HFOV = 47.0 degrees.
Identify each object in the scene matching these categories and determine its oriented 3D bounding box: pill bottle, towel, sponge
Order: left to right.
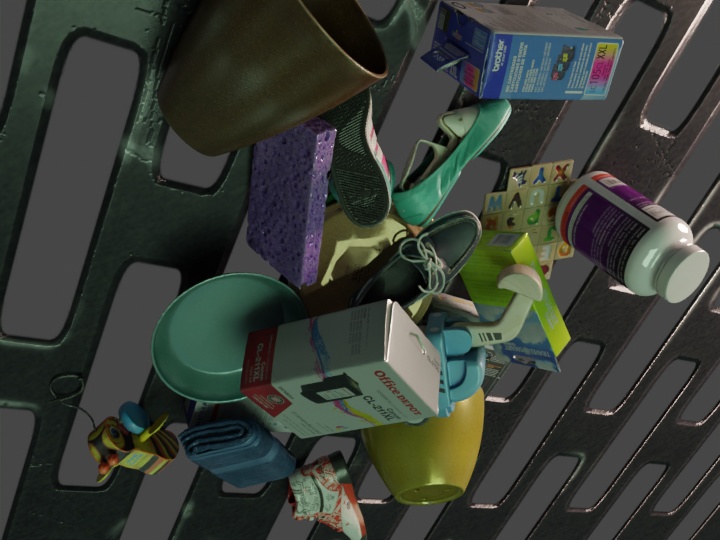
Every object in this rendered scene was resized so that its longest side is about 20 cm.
[{"bbox_3d":[-0.166,0.252,1.159,0.110,0.049,0.201,-13,151,8],"label":"towel"},{"bbox_3d":[-0.084,-0.091,0.954,0.030,0.111,0.203,-22,135,-38],"label":"sponge"},{"bbox_3d":[0.362,-0.043,1.111,0.111,0.200,0.114,-19,132,-23],"label":"pill bottle"}]

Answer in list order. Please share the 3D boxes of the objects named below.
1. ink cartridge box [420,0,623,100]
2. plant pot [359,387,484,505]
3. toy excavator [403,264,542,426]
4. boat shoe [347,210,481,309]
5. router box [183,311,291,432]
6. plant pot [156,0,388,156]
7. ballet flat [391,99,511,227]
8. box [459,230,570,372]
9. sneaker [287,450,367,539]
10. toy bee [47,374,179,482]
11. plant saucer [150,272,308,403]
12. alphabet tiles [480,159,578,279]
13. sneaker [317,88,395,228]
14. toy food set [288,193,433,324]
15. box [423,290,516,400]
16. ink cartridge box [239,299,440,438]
[{"bbox_3d":[0.168,-0.248,0.929,0.196,0.137,0.078,-2,120,-21],"label":"ink cartridge box"},{"bbox_3d":[0.095,0.260,1.219,0.196,0.144,0.201,-4,149,-3],"label":"plant pot"},{"bbox_3d":[0.140,0.094,1.074,0.196,0.100,0.198,-4,108,11],"label":"toy excavator"},{"bbox_3d":[0.067,-0.001,1.001,0.198,0.062,0.075,-34,91,1],"label":"boat shoe"},{"bbox_3d":[-0.132,0.131,1.136,0.177,0.049,0.202,8,121,-27],"label":"router box"},{"bbox_3d":[-0.104,-0.210,0.832,0.199,0.189,0.186,-35,132,23],"label":"plant pot"},{"bbox_3d":[0.106,-0.148,1.006,0.070,0.067,0.201,39,86,-24],"label":"ballet flat"},{"bbox_3d":[0.206,0.040,1.132,0.048,0.121,0.202,-41,118,-28],"label":"box"},{"bbox_3d":[-0.057,0.383,1.343,0.106,0.068,0.204,-19,126,-7],"label":"sneaker"},{"bbox_3d":[-0.322,0.233,1.093,0.198,0.109,0.132,17,119,-32],"label":"toy bee"},{"bbox_3d":[-0.162,0.078,1.029,0.197,0.036,0.203,-12,127,-16],"label":"plant saucer"},{"bbox_3d":[0.243,-0.062,1.182,0.164,0.006,0.203,-10,128,-17],"label":"alphabet tiles"},{"bbox_3d":[-0.007,-0.147,0.967,0.082,0.121,0.204,-12,90,1],"label":"sneaker"},{"bbox_3d":[0.000,0.000,1.054,0.194,0.049,0.204,-2,100,-3],"label":"toy food set"},{"bbox_3d":[0.136,0.121,1.244,0.197,0.049,0.160,15,117,-31],"label":"box"},{"bbox_3d":[-0.021,0.122,0.988,0.197,0.084,0.146,-14,140,26],"label":"ink cartridge box"}]
